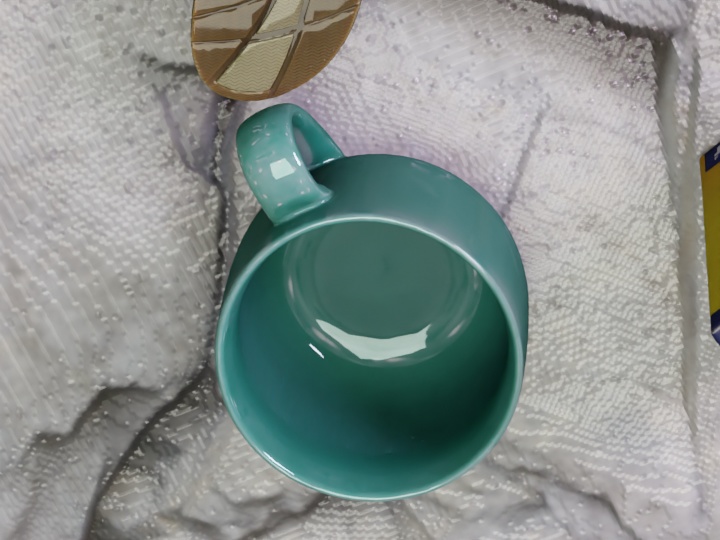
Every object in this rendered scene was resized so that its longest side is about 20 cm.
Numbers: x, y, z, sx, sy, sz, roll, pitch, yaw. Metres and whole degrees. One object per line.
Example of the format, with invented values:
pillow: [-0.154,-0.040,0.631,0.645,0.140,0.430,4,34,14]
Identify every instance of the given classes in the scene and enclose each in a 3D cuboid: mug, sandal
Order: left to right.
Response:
sandal: [-0.033,-0.180,1.414,0.080,0.054,0.201,8,101,-5]
mug: [0.010,0.006,1.457,0.151,0.115,0.186,8,115,2]

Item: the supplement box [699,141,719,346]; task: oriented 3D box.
supplement box: [0.234,-0.008,1.383,0.109,0.200,0.109,-38,107,19]
